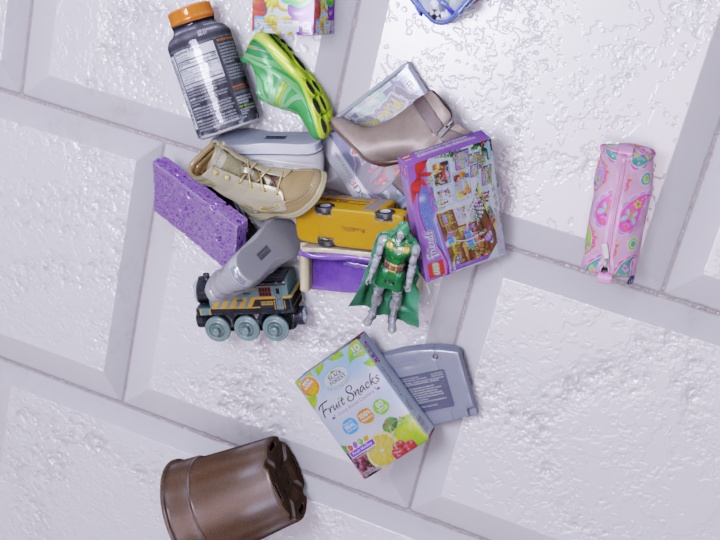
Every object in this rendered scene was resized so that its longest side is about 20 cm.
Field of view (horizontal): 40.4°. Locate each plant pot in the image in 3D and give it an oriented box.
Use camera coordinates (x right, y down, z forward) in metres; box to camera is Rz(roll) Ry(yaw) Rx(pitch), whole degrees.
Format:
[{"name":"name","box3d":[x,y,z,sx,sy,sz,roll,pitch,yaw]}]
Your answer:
[{"name":"plant pot","box3d":[-0.210,0.392,1.689,0.196,0.200,0.202,-22,97,13]}]

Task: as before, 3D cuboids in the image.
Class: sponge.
[{"name":"sponge","box3d":[-0.267,-0.092,1.607,0.199,0.030,0.112,37,140,21]}]

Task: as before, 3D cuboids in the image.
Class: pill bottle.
[{"name":"pill bottle","box3d":[-0.239,-0.318,1.546,0.105,0.106,0.202,-15,100,20]}]

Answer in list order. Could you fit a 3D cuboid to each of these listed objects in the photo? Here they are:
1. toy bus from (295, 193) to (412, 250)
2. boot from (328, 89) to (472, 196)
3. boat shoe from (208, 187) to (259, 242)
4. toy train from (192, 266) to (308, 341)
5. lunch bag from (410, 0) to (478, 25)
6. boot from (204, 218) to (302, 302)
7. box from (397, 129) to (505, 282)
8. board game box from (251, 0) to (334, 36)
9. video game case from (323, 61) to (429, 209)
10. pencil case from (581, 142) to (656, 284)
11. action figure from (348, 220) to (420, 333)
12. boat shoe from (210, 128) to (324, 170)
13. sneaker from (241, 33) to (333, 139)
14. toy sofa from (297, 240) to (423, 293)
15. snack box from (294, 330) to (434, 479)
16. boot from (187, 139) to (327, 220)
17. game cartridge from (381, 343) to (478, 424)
[{"name":"toy bus","box3d":[-0.009,-0.076,1.533,0.198,0.078,0.066,7,114,27]},{"name":"boot","box3d":[0.067,-0.213,1.484,0.200,0.070,0.147,41,106,2]},{"name":"boat shoe","box3d":[-0.222,-0.084,1.625,0.072,0.063,0.202,-16,100,18]},{"name":"toy train","box3d":[-0.186,0.053,1.634,0.197,0.085,0.115,-2,112,15]},{"name":"lunch bag","box3d":[0.109,-0.460,1.421,0.160,0.076,0.200,-43,89,24]},{"name":"boot","box3d":[-0.174,-0.016,1.566,0.095,0.200,0.074,-30,95,34]},{"name":"box","box3d":[0.139,-0.094,1.463,0.135,0.039,0.202,-19,121,-11]},{"name":"board game box","box3d":[-0.097,-0.459,1.466,0.102,0.105,0.203,6,107,14]},{"name":"video game case","box3d":[0.048,-0.194,1.536,0.199,0.023,0.183,-34,93,22]},{"name":"pencil case","box3d":[0.377,-0.085,1.433,0.086,0.087,0.203,11,106,14]},{"name":"action figure","box3d":[0.047,0.006,1.474,0.117,0.055,0.202,13,130,3]},{"name":"boat shoe","box3d":[-0.151,-0.185,1.572,0.198,0.074,0.066,8,122,26]},{"name":"sneaker","box3d":[-0.114,-0.282,1.538,0.083,0.074,0.201,-40,80,24]},{"name":"toy sofa","box3d":[0.000,0.000,1.563,0.197,0.098,0.084,5,106,15]},{"name":"snack box","box3d":[0.007,0.222,1.607,0.142,0.053,0.201,-35,92,21]},{"name":"boot","box3d":[-0.161,-0.145,1.509,0.199,0.155,0.074,-6,60,48]},{"name":"game cartridge","box3d":[0.085,0.193,1.622,0.198,0.041,0.135,-13,104,19]}]
